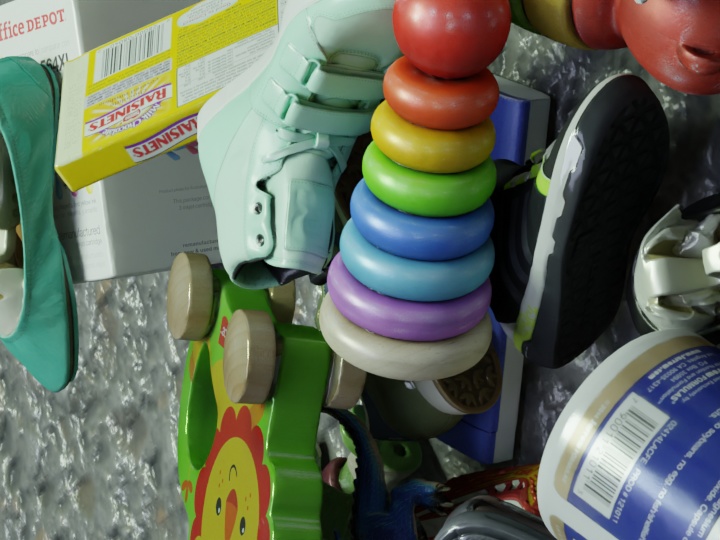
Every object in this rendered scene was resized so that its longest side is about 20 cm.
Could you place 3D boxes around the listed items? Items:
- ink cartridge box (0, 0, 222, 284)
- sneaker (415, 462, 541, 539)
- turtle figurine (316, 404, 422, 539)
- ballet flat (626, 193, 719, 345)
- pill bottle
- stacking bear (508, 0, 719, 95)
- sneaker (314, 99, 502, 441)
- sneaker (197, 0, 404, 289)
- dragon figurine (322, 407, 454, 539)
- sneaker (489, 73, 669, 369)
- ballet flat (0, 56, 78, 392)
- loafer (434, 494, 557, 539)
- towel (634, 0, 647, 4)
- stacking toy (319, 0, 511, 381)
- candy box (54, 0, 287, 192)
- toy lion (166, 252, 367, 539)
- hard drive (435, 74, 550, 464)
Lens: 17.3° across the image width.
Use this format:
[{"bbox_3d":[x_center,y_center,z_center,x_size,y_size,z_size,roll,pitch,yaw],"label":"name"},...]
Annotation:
[{"bbox_3d":[-0.142,-0.097,1.438,0.128,0.125,0.200,-7,92,55],"label":"ink cartridge box"},{"bbox_3d":[0.100,0.138,1.217,0.200,0.073,0.077,-16,106,58],"label":"sneaker"},{"bbox_3d":[-0.064,0.144,1.366,0.194,0.144,0.200,-47,63,46],"label":"turtle figurine"},{"bbox_3d":[0.169,-0.007,1.072,0.200,0.068,0.068,-24,72,54],"label":"ballet flat"},{"bbox_3d":[0.183,0.120,1.032,0.200,0.116,0.116,37,126,36],"label":"pill bottle"},{"bbox_3d":[0.113,-0.153,1.092,0.200,0.121,0.114,40,125,33],"label":"stacking bear"},{"bbox_3d":[0.000,0.000,1.263,0.090,0.067,0.200,-37,70,46],"label":"sneaker"},{"bbox_3d":[-0.012,-0.064,1.159,0.200,0.074,0.118,-43,50,49],"label":"sneaker"},{"bbox_3d":[0.007,0.156,1.197,0.200,0.099,0.059,60,147,10],"label":"dragon figurine"},{"bbox_3d":[0.086,-0.029,1.138,0.083,0.072,0.200,43,147,23],"label":"sneaker"},{"bbox_3d":[-0.209,-0.024,1.379,0.067,0.070,0.200,10,107,53],"label":"ballet flat"},{"bbox_3d":[0.127,0.166,1.125,0.200,0.063,0.072,31,113,1],"label":"loafer"},{"bbox_3d":[0.097,-0.228,1.045,0.200,0.030,0.146,40,93,19],"label":"towel"},{"bbox_3d":[0.030,-0.051,1.109,0.085,0.085,0.200,40,135,43],"label":"stacking toy"},{"bbox_3d":[-0.073,-0.116,1.285,0.102,0.200,0.026,-95,-22,-49],"label":"candy box"},{"bbox_3d":[-0.060,0.104,1.235,0.200,0.069,0.192,-142,60,-67],"label":"toy lion"},{"bbox_3d":[0.044,-0.012,1.282,0.132,0.025,0.200,27,118,49],"label":"hard drive"}]
